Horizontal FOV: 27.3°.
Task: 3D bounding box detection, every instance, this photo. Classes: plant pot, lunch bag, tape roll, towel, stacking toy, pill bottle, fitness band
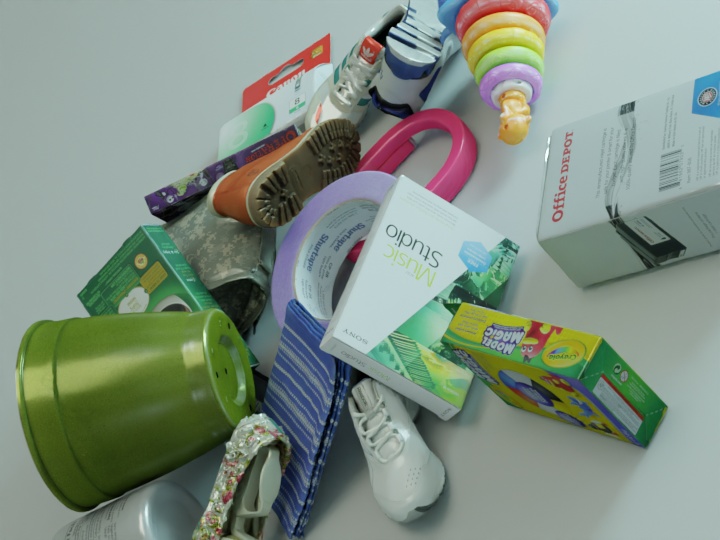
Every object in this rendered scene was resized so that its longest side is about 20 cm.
[{"bbox_3d":[-0.215,0.125,1.504,0.191,0.201,0.202,-15,43,13],"label":"plant pot"},{"bbox_3d":[-0.167,0.002,1.715,0.199,0.117,0.165,-30,37,30],"label":"lunch bag"},{"bbox_3d":[0.000,0.000,1.554,0.199,0.065,0.202,-23,53,34],"label":"tape roll"},{"bbox_3d":[-0.067,0.144,1.467,0.145,0.024,0.202,42,120,55],"label":"towel"},{"bbox_3d":[0.161,-0.218,1.616,0.116,0.109,0.202,-29,49,33],"label":"stacking toy"},{"bbox_3d":[-0.256,0.301,1.517,0.199,0.114,0.115,-28,39,25],"label":"pill bottle"},{"bbox_3d":[0.045,-0.094,1.660,0.200,0.037,0.144,-48,38,0],"label":"fitness band"}]

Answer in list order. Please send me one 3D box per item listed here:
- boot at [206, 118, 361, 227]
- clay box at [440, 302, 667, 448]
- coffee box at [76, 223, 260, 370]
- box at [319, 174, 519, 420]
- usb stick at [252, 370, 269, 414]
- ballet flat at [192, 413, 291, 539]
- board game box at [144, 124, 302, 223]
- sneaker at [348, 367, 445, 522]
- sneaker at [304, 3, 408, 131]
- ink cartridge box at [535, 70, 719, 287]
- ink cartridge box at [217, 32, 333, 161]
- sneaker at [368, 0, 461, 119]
[{"bbox_3d":[-0.085,-0.113,1.664,0.107,0.076,0.200,0,27,43],"label":"boot"},{"bbox_3d":[0.157,0.087,1.294,0.199,0.115,0.048,12,65,51],"label":"clay box"},{"bbox_3d":[-0.211,0.064,1.617,0.123,0.044,0.200,-45,73,20],"label":"coffee box"},{"bbox_3d":[0.061,0.024,1.425,0.036,0.144,0.201,-44,19,58],"label":"box"},{"bbox_3d":[-0.100,0.145,1.578,0.056,0.033,0.199,-55,36,-8],"label":"usb stick"},{"bbox_3d":[-0.115,0.238,1.430,0.064,0.075,0.202,11,87,51],"label":"ballet flat"},{"bbox_3d":[-0.151,-0.110,1.779,0.199,0.033,0.120,-25,-6,6],"label":"board game box"},{"bbox_3d":[0.021,0.153,1.396,0.074,0.087,0.201,-32,39,9],"label":"sneaker"},{"bbox_3d":[-0.001,-0.242,1.785,0.070,0.093,0.200,40,83,13],"label":"sneaker"},{"bbox_3d":[0.271,-0.084,1.367,0.199,0.084,0.146,-17,44,34],"label":"ink cartridge box"},{"bbox_3d":[-0.110,-0.225,1.939,0.160,0.050,0.201,-29,41,24],"label":"ink cartridge box"},{"bbox_3d":[0.059,-0.243,1.727,0.116,0.080,0.200,-62,-6,36],"label":"sneaker"}]
